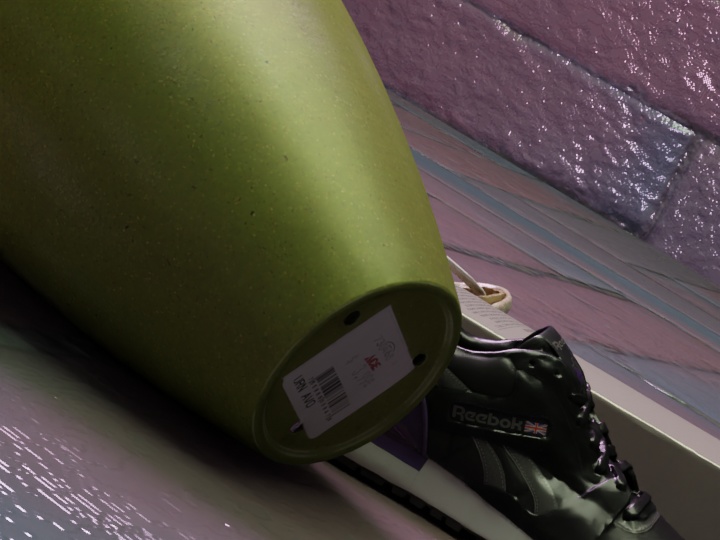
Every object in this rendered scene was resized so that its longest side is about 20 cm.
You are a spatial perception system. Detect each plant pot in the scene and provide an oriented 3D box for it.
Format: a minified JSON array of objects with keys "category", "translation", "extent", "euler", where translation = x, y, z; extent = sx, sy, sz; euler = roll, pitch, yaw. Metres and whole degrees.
[{"category":"plant pot","translation":[-0.052,-0.026,0.909],"extent":[0.187,0.187,0.200],"euler":[19,28,-53]}]

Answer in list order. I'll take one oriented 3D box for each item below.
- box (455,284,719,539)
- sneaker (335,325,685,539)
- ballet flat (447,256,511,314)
[{"category":"box","translation":[0.092,0.078,1.057],"extent":[0.199,0.069,0.082],"euler":[32,8,17]},{"category":"sneaker","translation":[0.076,0.073,0.951],"extent":[0.199,0.088,0.076],"euler":[30,7,3]},{"category":"ballet flat","translation":[0.000,0.000,1.255],"extent":[0.199,0.063,0.067],"euler":[23,9,-35]}]
